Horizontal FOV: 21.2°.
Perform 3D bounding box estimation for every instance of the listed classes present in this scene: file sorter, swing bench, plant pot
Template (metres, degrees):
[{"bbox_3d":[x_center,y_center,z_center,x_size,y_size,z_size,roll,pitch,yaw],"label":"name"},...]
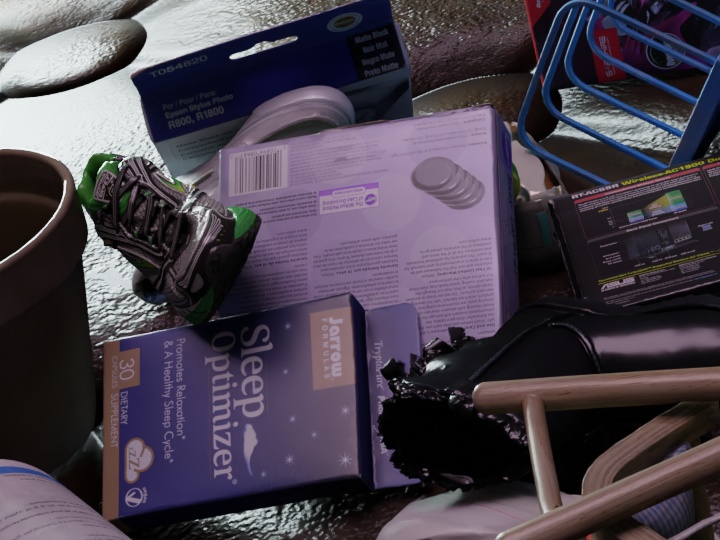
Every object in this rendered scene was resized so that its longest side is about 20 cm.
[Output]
[{"bbox_3d":[0.209,-0.158,1.330,0.122,0.139,0.200,28,42,10],"label":"file sorter"},{"bbox_3d":[0.171,0.136,0.847,0.199,0.199,0.130,-14,30,6],"label":"swing bench"},{"bbox_3d":[-0.252,0.043,1.246,0.199,0.174,0.200,-13,29,8],"label":"plant pot"}]

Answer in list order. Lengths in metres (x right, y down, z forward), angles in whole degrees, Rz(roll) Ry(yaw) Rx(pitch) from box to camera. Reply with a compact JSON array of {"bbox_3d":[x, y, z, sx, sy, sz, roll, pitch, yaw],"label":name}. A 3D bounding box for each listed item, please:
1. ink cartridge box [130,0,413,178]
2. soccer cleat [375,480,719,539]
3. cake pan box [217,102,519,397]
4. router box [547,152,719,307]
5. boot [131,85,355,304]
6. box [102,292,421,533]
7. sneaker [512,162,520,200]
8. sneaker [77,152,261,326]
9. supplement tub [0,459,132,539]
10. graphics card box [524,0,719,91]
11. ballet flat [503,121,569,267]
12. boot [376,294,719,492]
[{"bbox_3d":[-0.059,-0.125,1.438,0.199,0.200,0.041,-18,74,0],"label":"ink cartridge box"},{"bbox_3d":[0.101,0.140,1.014,0.199,0.069,0.078,-4,29,27],"label":"soccer cleat"},{"bbox_3d":[0.000,0.000,1.219,0.199,0.052,0.185,-9,65,16],"label":"cake pan box"},{"bbox_3d":[0.228,-0.011,1.199,0.199,0.062,0.150,-15,31,5],"label":"router box"},{"bbox_3d":[-0.084,-0.047,1.384,0.200,0.074,0.096,-35,33,23],"label":"boot"},{"bbox_3d":[-0.060,0.083,1.159,0.199,0.032,0.121,-11,62,14],"label":"box"},{"bbox_3d":[0.035,-0.070,1.335,0.200,0.074,0.084,-3,51,52],"label":"sneaker"},{"bbox_3d":[-0.127,-0.024,1.196,0.078,0.085,0.200,-62,28,-2],"label":"sneaker"},{"bbox_3d":[-0.161,0.190,0.998,0.132,0.132,0.200,-32,32,-24],"label":"supplement tub"},{"bbox_3d":[0.226,-0.215,1.476,0.199,0.126,0.051,-7,24,15],"label":"graphics card box"},{"bbox_3d":[0.110,-0.072,1.360,0.067,0.064,0.200,-19,30,-2],"label":"ballet flat"},{"bbox_3d":[0.119,0.067,1.046,0.198,0.074,0.162,6,21,37],"label":"boot"}]
